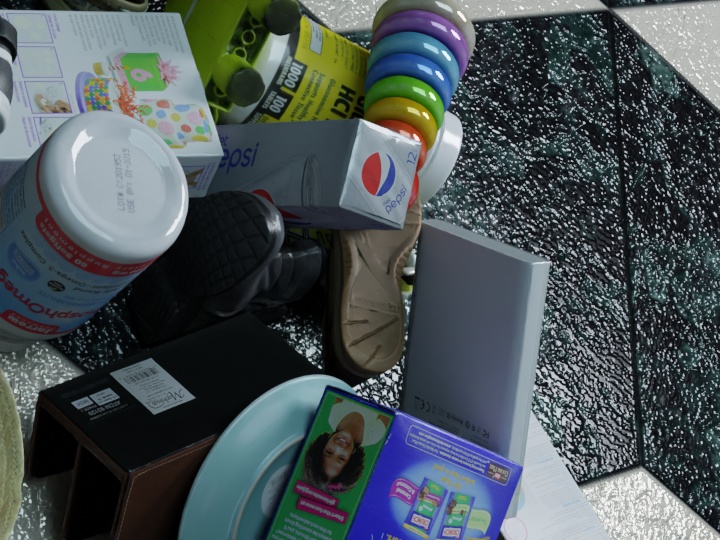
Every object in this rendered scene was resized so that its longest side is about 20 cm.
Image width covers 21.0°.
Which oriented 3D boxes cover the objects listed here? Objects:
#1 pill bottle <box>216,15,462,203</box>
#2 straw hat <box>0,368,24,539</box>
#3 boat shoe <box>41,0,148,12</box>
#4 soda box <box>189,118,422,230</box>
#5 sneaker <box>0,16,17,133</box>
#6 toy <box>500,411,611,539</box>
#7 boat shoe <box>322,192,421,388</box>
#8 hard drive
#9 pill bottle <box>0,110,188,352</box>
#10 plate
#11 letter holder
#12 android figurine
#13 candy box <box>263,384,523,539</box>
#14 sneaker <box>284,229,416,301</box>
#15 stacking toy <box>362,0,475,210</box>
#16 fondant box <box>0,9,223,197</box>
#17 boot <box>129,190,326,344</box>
[{"bbox_3d":[-0.019,-0.132,1.608,0.199,0.112,0.113,25,53,-24],"label":"pill bottle"},{"bbox_3d":[-0.319,0.124,1.257,0.200,0.085,0.202,14,64,-31],"label":"straw hat"},{"bbox_3d":[-0.250,-0.264,1.541,0.200,0.063,0.073,41,49,-10],"label":"boat shoe"},{"bbox_3d":[-0.045,-0.070,1.443,0.063,0.199,0.069,19,81,-37],"label":"soda box"},{"bbox_3d":[-0.338,-0.148,1.366,0.199,0.073,0.112,2,57,2],"label":"sneaker"},{"bbox_3d":[0.120,0.175,1.586,0.115,0.047,0.201,-13,69,-45],"label":"toy"},{"bbox_3d":[0.000,0.000,1.498,0.072,0.072,0.201,15,58,-21],"label":"boat shoe"},{"bbox_3d":[0.082,0.074,1.491,0.026,0.132,0.201,-5,108,-38],"label":"hard drive"},{"bbox_3d":[-0.209,-0.019,1.341,0.108,0.200,0.109,18,56,-28],"label":"pill bottle"},{"bbox_3d":[-0.051,0.172,1.384,0.025,0.201,0.200,25,32,37],"label":"plate"},{"bbox_3d":[-0.133,0.138,1.394,0.100,0.143,0.199,37,38,30],"label":"letter holder"},{"bbox_3d":[-0.107,-0.201,1.540,0.041,0.183,0.200,22,11,-29],"label":"android figurine"},{"bbox_3d":[0.012,0.204,1.381,0.169,0.077,0.201,28,81,-48],"label":"candy box"},{"bbox_3d":[-0.033,-0.043,1.573,0.200,0.076,0.076,35,51,-13],"label":"sneaker"},{"bbox_3d":[0.031,-0.123,1.505,0.085,0.085,0.201,32,48,-19],"label":"stacking toy"},{"bbox_3d":[-0.217,-0.124,1.450,0.199,0.058,0.145,-3,55,-25],"label":"fondant box"},{"bbox_3d":[-0.077,-0.010,1.439,0.131,0.200,0.070,-9,75,-36],"label":"boot"}]
